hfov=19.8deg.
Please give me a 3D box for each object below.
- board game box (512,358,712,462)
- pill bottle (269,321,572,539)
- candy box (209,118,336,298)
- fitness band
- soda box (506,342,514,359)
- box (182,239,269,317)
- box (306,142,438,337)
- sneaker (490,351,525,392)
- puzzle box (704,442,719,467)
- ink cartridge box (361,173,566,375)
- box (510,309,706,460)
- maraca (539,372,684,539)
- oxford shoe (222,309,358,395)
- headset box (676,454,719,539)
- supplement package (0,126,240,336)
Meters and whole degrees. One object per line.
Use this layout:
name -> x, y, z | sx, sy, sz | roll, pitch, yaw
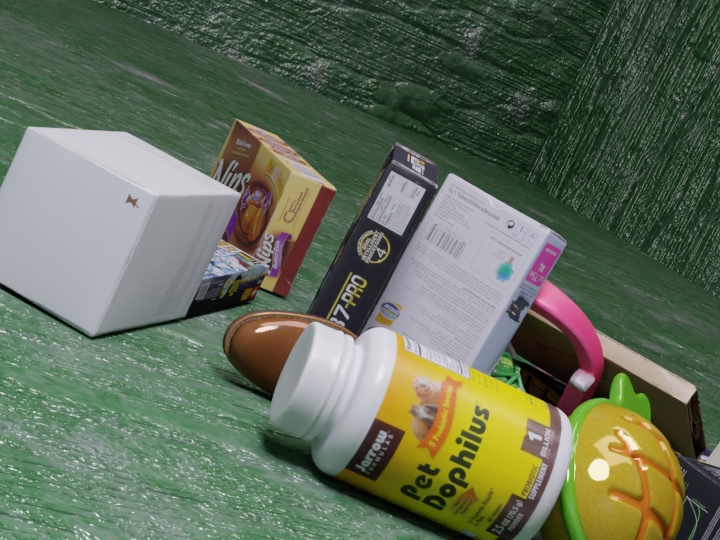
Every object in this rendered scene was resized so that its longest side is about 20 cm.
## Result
board game box -> 0.238, 0.162, 1.902 | 0.199, 0.057, 0.165 | 20, 13, -38
pill bottle -> 0.041, 0.111, 1.442 | 0.199, 0.110, 0.109 | 24, 9, -12
candy box -> -0.098, -0.065, 2.026 | 0.056, 0.117, 0.200 | 21, 11, -27
fitness band -> 0.134, 0.075, 1.775 | 0.143, 0.037, 0.200 | 38, -32, 11
soda box -> 0.097, 0.028, 1.863 | 0.068, 0.063, 0.201 | 30, -33, 26
box -> -0.170, -0.014, 1.780 | 0.136, 0.040, 0.200 | 30, 9, 11
box -> 0.000, 0.000, 1.666 | 0.049, 0.201, 0.161 | 28, 9, 0
sneaker -> 0.105, 0.109, 1.722 | 0.074, 0.084, 0.200 | 17, 14, -48
puzzle box -> 0.318, 0.151, 1.726 | 0.025, 0.201, 0.133 | 38, 11, 17
ink cartridge box -> 0.072, 0.034, 1.701 | 0.119, 0.201, 0.042 | 33, 2, 38
box -> 0.211, 0.089, 1.808 | 0.199, 0.021, 0.164 | 30, -14, 22
maraca -> 0.190, 0.157, 1.529 | 0.106, 0.138, 0.200 | -11, 16, 28
oxford shoe -> -0.011, 0.090, 1.558 | 0.199, 0.072, 0.071 | 26, 14, -13
headset box -> 0.341, 0.244, 1.603 | 0.173, 0.093, 0.200 | 19, 12, -43
supplement package -> -0.191, -0.033, 1.577 | 0.117, 0.118, 0.200 | 28, 8, 11
